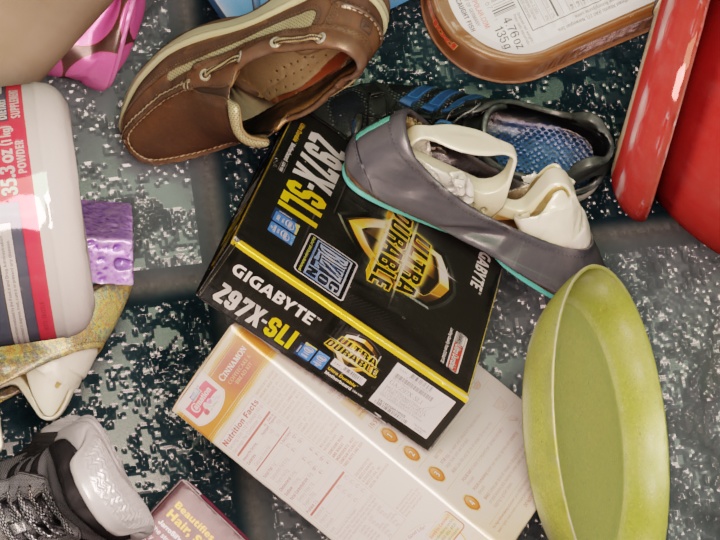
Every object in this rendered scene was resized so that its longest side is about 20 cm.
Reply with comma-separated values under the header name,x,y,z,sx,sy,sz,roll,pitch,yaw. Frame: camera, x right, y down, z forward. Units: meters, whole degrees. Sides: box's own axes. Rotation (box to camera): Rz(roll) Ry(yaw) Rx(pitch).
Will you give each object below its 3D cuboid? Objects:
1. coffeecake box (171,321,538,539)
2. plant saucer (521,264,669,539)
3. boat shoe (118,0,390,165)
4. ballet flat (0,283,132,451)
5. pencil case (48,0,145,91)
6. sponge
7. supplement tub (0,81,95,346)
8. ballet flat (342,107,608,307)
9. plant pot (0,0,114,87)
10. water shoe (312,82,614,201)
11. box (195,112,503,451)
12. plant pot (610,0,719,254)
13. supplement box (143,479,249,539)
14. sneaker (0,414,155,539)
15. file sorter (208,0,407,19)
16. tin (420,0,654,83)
name,x,y,z,sx,sy,sz,roll,pitch,yaw
coffeecake box,0.012,0.091,1.570,0.200,0.154,0.073,39,118,4
plant saucer,0.135,0.098,1.584,0.031,0.200,0.201,-7,74,24
boat shoe,-0.072,-0.107,1.597,0.075,0.202,0.075,37,40,-29
ballet flat,-0.213,0.071,1.594,0.199,0.071,0.071,-28,80,-8
pencil case,-0.228,-0.183,1.649,0.199,0.091,0.094,18,109,-5
sponge,-0.233,-0.020,1.592,0.198,0.112,0.030,1,105,-7
supplement tub,-0.249,-0.022,1.461,0.199,0.140,0.141,-8,76,-6
ballet flat,0.084,-0.040,1.605,0.199,0.073,0.073,27,72,-22
plant pot,-0.219,-0.184,1.530,0.199,0.200,0.174,31,101,1
water shoe,0.057,-0.087,1.663,0.199,0.079,0.072,4,74,-7
box,0.000,0.000,1.567,0.159,0.200,0.049,33,117,-5
plant pot,0.254,-0.093,1.636,0.181,0.201,0.202,15,74,5
supplement box,-0.131,0.234,1.550,0.110,0.086,0.200,42,74,5
sneaker,-0.183,0.138,1.515,0.113,0.200,0.076,-31,96,-9
file sorter,-0.012,-0.245,1.653,0.199,0.123,0.139,-26,59,-14
tin,0.135,-0.193,1.725,0.199,0.042,0.113,-24,84,-13
